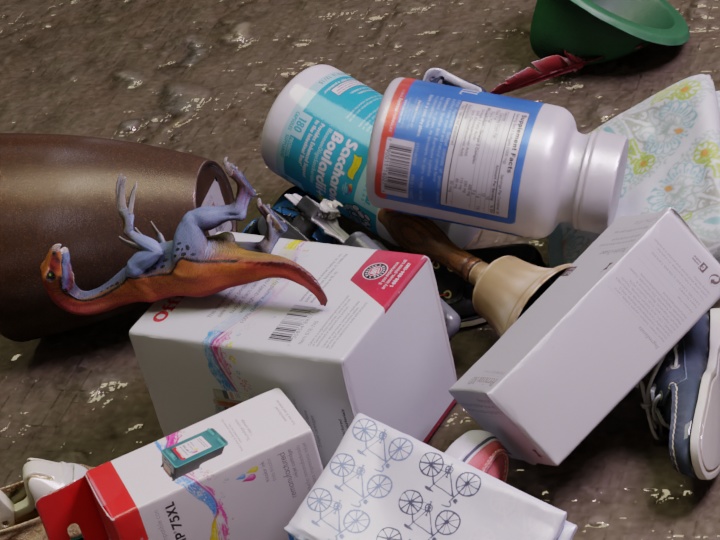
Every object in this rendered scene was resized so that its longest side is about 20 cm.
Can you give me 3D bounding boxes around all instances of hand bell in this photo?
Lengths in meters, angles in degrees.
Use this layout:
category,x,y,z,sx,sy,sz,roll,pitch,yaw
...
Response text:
category,x,y,z,sx,sy,sz,roll,pitch,yaw
hand bell,0.088,-0.003,1.690,0.104,0.104,0.200,-34,48,-27

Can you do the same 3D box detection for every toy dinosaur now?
category,x,y,z,sx,sy,sz,roll,pitch,yaw
toy dinosaur,-0.153,-0.007,1.579,0.181,0.105,0.200,-38,46,4

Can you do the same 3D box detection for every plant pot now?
category,x,y,z,sx,sy,sz,roll,pitch,yaw
plant pot,-0.216,-0.039,1.800,0.200,0.187,0.187,-6,34,18

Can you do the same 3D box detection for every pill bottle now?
category,x,y,z,sx,sy,sz,roll,pitch,yaw
pill bottle,0.113,-0.087,1.683,0.200,0.112,0.112,12,39,10
pill bottle,0.018,-0.093,1.820,0.200,0.111,0.111,31,52,24

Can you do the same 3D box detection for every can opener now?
category,x,y,z,sx,sy,sz,roll,pitch,yaw
can opener,0.000,0.000,1.708,0.200,0.053,0.066,38,99,31

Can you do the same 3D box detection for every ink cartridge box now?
category,x,y,z,sx,sy,sz,roll,pitch,yaw
ink cartridge box,-0.125,0.183,1.513,0.200,0.116,0.067,-24,36,-13
ink cartridge box,-0.051,0.073,1.622,0.200,0.145,0.145,8,39,30

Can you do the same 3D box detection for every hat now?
category,x,y,z,sx,sy,sz,roll,pitch,yaw
hat,0.202,-0.211,2.064,0.200,0.176,0.166,20,27,-17

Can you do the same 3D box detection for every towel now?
category,x,y,z,sx,sy,sz,roll,pitch,yaw
towel,0.235,-0.060,1.721,0.171,0.048,0.200,-29,40,28

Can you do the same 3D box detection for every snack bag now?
category,x,y,z,sx,sy,sz,roll,pitch,yaw
snack bag,0.021,0.215,1.399,0.188,0.021,0.200,25,75,31

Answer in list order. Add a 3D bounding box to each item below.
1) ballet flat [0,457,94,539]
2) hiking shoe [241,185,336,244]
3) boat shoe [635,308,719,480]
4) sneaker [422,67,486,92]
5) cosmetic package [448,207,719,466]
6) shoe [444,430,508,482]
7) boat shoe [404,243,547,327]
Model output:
category,x,y,z,sx,sy,sz,roll,pitch,yaw
ballet flat,-0.269,0.185,1.609,0.200,0.065,0.071,-19,34,-8
hiking shoe,-0.067,-0.020,1.807,0.074,0.087,0.200,13,42,9
boat shoe,0.243,0.090,1.552,0.062,0.075,0.200,-2,34,15
sneaker,0.033,-0.124,1.913,0.200,0.109,0.070,-6,33,12
cosmetic package,0.172,0.051,1.548,0.200,0.081,0.113,-43,7,-13
shoe,0.084,0.199,1.461,0.091,0.072,0.200,8,45,28
boat shoe,0.060,0.011,1.750,0.201,0.063,0.074,-13,31,-1
